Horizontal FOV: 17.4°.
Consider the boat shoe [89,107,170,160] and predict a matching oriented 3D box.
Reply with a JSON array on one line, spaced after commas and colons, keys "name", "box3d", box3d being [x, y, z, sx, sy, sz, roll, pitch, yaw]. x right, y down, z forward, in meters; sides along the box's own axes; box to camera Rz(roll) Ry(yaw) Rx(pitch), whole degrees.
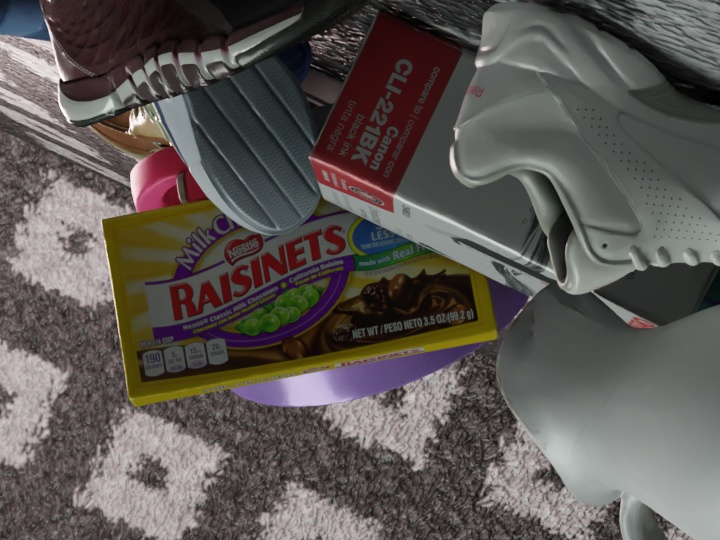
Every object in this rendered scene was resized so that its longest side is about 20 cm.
[{"name": "boat shoe", "box3d": [-0.115, -0.112, 1.608, 0.200, 0.076, 0.074, 14, 165, 30]}]

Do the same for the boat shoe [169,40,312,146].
[{"name": "boat shoe", "box3d": [-0.086, -0.108, 1.330, 0.072, 0.072, 0.200, 56, 157, 7]}]

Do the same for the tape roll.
[{"name": "tape roll", "box3d": [0.000, 0.000, 1.395, 0.200, 0.200, 0.066, 20, 134, 55]}]

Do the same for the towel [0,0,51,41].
[{"name": "towel", "box3d": [-0.224, -0.156, 1.335, 0.200, 0.049, 0.112, 0, -169, -37]}]

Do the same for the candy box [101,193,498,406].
[{"name": "candy box", "box3d": [-0.033, 0.004, 1.261, 0.200, 0.102, 0.026, -11, 166, 2]}]

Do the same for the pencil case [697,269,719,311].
[{"name": "pencil case", "box3d": [0.199, 0.027, 1.304, 0.200, 0.085, 0.092, 26, -141, 7]}]

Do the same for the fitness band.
[{"name": "fitness band", "box3d": [-0.031, -0.054, 1.328, 0.200, 0.037, 0.144, -11, 169, 15]}]

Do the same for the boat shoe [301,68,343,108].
[{"name": "boat shoe", "box3d": [-0.054, -0.094, 1.438, 0.200, 0.066, 0.070, 24, 176, 21]}]

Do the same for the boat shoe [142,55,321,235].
[{"name": "boat shoe", "box3d": [-0.085, -0.106, 1.212, 0.062, 0.072, 0.200, 24, 149, 57]}]

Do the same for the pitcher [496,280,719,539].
[{"name": "pitcher", "box3d": [0.176, 0.086, 1.034, 0.200, 0.121, 0.172, 5, 133, 45]}]

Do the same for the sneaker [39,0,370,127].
[{"name": "sneaker", "box3d": [-0.089, -0.140, 1.071, 0.200, 0.116, 0.076, -15, -168, 43]}]

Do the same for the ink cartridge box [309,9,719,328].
[{"name": "ink cartridge box", "box3d": [0.084, -0.039, 1.172, 0.200, 0.084, 0.144, 24, 175, 5]}]

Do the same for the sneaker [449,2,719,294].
[{"name": "sneaker", "box3d": [0.122, -0.027, 0.971, 0.200, 0.100, 0.078, 26, 176, -8]}]
